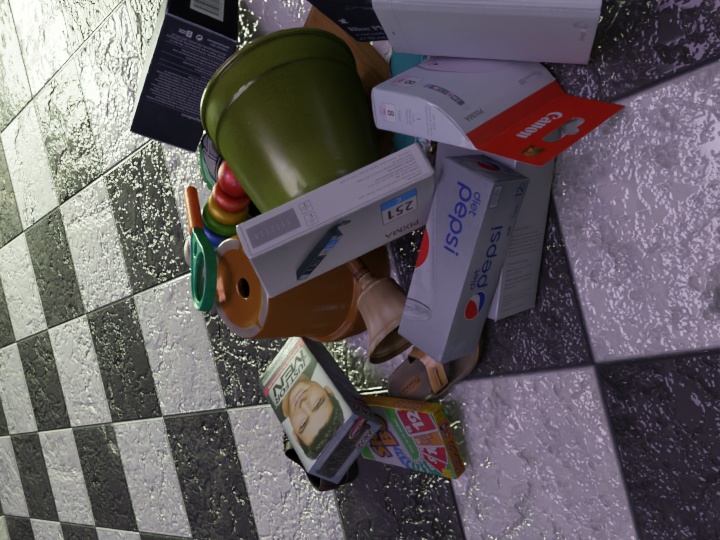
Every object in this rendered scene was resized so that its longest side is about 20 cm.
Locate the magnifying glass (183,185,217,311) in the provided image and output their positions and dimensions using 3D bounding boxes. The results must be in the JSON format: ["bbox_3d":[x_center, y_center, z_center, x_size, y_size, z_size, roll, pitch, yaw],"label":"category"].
[{"bbox_3d":[-0.217,-0.034,0.979,0.080,0.022,0.203,118,146,-42],"label":"magnifying glass"}]

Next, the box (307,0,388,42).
[{"bbox_3d":[0.043,-0.315,0.707,0.193,0.199,0.121,5,87,28],"label":"box"}]

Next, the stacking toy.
[{"bbox_3d":[-0.188,-0.079,1.033,0.086,0.084,0.201,54,138,21],"label":"stacking toy"}]

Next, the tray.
[{"bbox_3d":[-0.015,-0.245,0.947,0.201,0.037,0.099,53,131,24],"label":"tray"}]

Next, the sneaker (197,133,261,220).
[{"bbox_3d":[-0.173,-0.133,1.102,0.202,0.077,0.085,55,145,11],"label":"sneaker"}]

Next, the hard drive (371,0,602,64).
[{"bbox_3d":[0.119,-0.231,0.689,0.195,0.132,0.027,8,89,14],"label":"hard drive"}]

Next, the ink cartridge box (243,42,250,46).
[{"bbox_3d":[-0.114,-0.201,1.015,0.104,0.058,0.205,153,102,-73],"label":"ink cartridge box"}]

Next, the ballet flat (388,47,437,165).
[{"bbox_3d":[0.070,-0.213,0.843,0.075,0.063,0.205,5,93,50],"label":"ballet flat"}]

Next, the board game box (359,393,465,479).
[{"bbox_3d":[0.047,0.215,0.977,0.198,0.030,0.097,-2,113,52],"label":"board game box"}]

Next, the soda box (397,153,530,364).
[{"bbox_3d":[0.102,-0.011,0.748,0.068,0.063,0.204,35,123,37],"label":"soda box"}]

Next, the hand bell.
[{"bbox_3d":[0.000,0.000,0.888,0.202,0.103,0.105,55,132,22],"label":"hand bell"}]

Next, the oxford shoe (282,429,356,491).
[{"bbox_3d":[-0.085,0.234,1.099,0.202,0.083,0.073,57,134,22],"label":"oxford shoe"}]

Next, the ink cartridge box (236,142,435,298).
[{"bbox_3d":[-0.015,-0.032,0.772,0.177,0.197,0.045,76,168,-64],"label":"ink cartridge box"}]

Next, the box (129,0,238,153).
[{"bbox_3d":[-0.261,-0.310,1.091,0.202,0.105,0.150,-58,28,36],"label":"box"}]

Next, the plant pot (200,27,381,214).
[{"bbox_3d":[-0.057,-0.128,0.831,0.201,0.197,0.196,-49,57,40],"label":"plant pot"}]

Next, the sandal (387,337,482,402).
[{"bbox_3d":[0.084,0.118,0.918,0.081,0.053,0.201,55,132,21],"label":"sandal"}]

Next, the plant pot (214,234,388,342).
[{"bbox_3d":[-0.093,0.008,0.980,0.198,0.181,0.205,13,109,43],"label":"plant pot"}]

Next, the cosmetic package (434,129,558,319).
[{"bbox_3d":[0.139,-0.063,0.800,0.112,0.080,0.205,17,112,44],"label":"cosmetic package"}]

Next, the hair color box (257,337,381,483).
[{"bbox_3d":[-0.061,0.180,1.004,0.100,0.060,0.200,-53,39,7],"label":"hair color box"}]

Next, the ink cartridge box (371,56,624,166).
[{"bbox_3d":[0.134,-0.172,0.723,0.198,0.161,0.058,19,131,42],"label":"ink cartridge box"}]
